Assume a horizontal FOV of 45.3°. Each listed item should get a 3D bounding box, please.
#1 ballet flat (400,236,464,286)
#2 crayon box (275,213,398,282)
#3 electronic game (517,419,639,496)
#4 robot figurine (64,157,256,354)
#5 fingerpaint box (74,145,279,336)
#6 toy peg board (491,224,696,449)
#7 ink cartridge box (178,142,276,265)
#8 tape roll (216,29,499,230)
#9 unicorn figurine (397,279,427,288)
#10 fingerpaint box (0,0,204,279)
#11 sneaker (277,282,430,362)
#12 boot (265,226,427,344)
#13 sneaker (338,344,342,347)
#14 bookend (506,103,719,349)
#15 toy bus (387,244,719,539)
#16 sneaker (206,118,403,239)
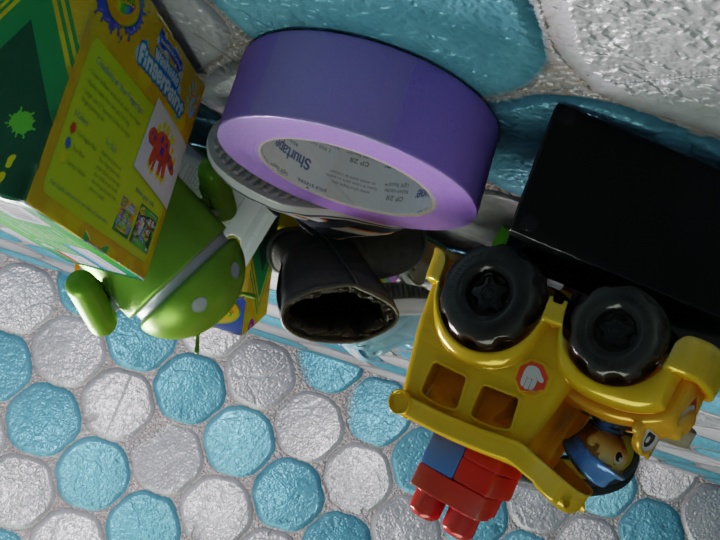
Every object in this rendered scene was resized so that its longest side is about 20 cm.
[{"bbox_3d":[0.087,0.000,0.965,0.199,0.063,0.069,21,171,-15],"label":"ballet flat"},{"bbox_3d":[-0.070,-0.043,1.011,0.172,0.059,0.200,6,164,34],"label":"crayon box"},{"bbox_3d":[0.140,0.121,0.734,0.199,0.042,0.200,15,-156,-7],"label":"electronic game"},{"bbox_3d":[-0.184,-0.024,0.757,0.200,0.175,0.116,48,155,-7],"label":"robot figurine"},{"bbox_3d":[-0.189,-0.043,0.896,0.199,0.168,0.073,14,-159,13],"label":"fingerpaint box"},{"bbox_3d":[0.194,0.046,0.789,0.199,0.098,0.199,19,-164,-15],"label":"toy peg board"},{"bbox_3d":[-0.201,-0.055,0.841,0.199,0.163,0.057,28,-156,-16],"label":"ink cartridge box"},{"bbox_3d":[-0.002,-0.096,0.638,0.199,0.066,0.200,17,169,3],"label":"tape roll"},{"bbox_3d":[-0.011,0.028,1.191,0.199,0.074,0.137,14,-169,-29],"label":"unicorn figurine"},{"bbox_3d":[-0.188,-0.101,0.590,0.073,0.168,0.200,13,169,8],"label":"fingerpaint box"},{"bbox_3d":[-0.001,0.058,0.880,0.199,0.083,0.074,2,-165,-38],"label":"sneaker"},{"bbox_3d":[0.001,0.002,0.787,0.181,0.073,0.200,-9,-167,-13],"label":"boot"},{"bbox_3d":[-0.031,0.031,0.951,0.075,0.089,0.200,4,161,31],"label":"sneaker"},{"bbox_3d":[0.195,-0.018,0.645,0.198,0.093,0.200,22,173,-1],"label":"bookend"},{"bbox_3d":[0.120,0.098,0.586,0.199,0.193,0.136,19,171,31],"label":"toy bus"},{"bbox_3d":[-0.045,-0.074,0.770,0.199,0.079,0.079,19,163,-14],"label":"sneaker"}]
